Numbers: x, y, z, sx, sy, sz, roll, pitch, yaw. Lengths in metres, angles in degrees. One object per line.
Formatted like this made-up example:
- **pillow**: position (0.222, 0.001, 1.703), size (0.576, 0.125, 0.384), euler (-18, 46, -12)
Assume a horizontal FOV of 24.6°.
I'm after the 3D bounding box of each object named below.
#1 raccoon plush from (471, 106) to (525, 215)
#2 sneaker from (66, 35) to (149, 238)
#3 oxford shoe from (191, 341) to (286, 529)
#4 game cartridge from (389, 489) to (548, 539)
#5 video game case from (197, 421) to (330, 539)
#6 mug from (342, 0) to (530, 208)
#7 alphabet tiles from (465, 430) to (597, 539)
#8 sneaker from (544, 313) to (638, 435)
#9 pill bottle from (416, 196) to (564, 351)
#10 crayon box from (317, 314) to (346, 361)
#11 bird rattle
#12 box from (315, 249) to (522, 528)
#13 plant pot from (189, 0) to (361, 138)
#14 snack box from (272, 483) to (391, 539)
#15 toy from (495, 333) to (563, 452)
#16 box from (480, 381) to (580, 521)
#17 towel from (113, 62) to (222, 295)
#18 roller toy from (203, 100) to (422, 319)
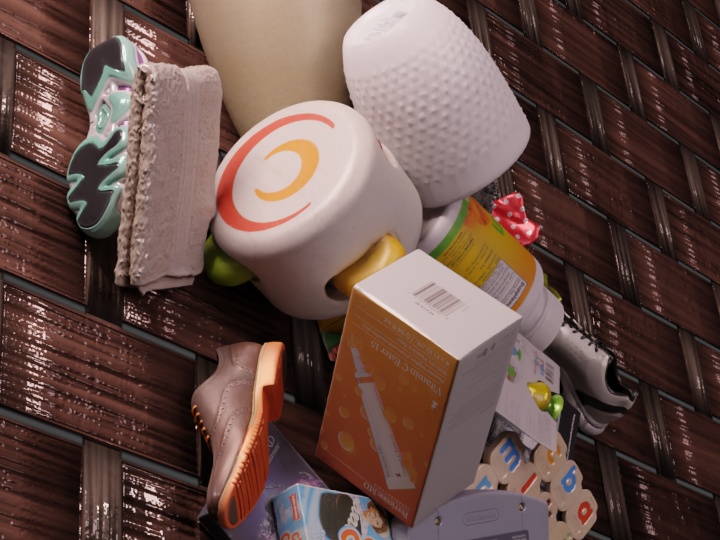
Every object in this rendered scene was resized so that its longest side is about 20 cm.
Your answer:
- **raccoon plush**: position (0.112, -0.113, 1.797), size (0.097, 0.200, 0.134), euler (39, 19, -24)
- **sneaker**: position (-0.193, -0.102, 1.510), size (0.140, 0.077, 0.202), euler (34, 51, -46)
- **oxford shoe**: position (-0.114, 0.142, 1.432), size (0.201, 0.072, 0.072), euler (-77, 169, -50)
- **game cartridge**: position (0.104, 0.277, 1.566), size (0.199, 0.041, 0.135), euler (0, 85, -43)
- **video game case**: position (-0.050, 0.247, 1.471), size (0.200, 0.019, 0.143), euler (49, 34, -12)
- **mug**: position (0.057, -0.185, 1.640), size (0.176, 0.147, 0.200), euler (56, -2, -26)
- **alphabet tiles**: position (0.164, 0.264, 1.654), size (0.196, 0.015, 0.201), euler (-46, 118, -32)
- **sneaker**: position (0.253, 0.090, 1.931), size (0.201, 0.080, 0.074), euler (57, 35, 1)
- **pill bottle**: position (0.119, 0.005, 1.705), size (0.200, 0.111, 0.112), euler (41, 37, -27)
- **crayon box**: position (0.000, 0.000, 1.699), size (0.126, 0.051, 0.202), euler (11, 56, -48)
- **bird rattle**: position (0.142, -0.010, 1.854), size (0.162, 0.113, 0.202), euler (9, 53, -29)
- **box**: position (0.049, 0.106, 1.477), size (0.124, 0.201, 0.097), euler (33, 40, 27)
- **plant pot**: position (-0.076, -0.214, 1.676), size (0.186, 0.186, 0.202), euler (6, 72, -50)
- **snack box**: position (-0.010, 0.292, 1.437), size (0.116, 0.037, 0.202), euler (19, 50, -45)
- **toy**: position (0.117, 0.094, 1.635), size (0.199, 0.047, 0.116), euler (34, 41, -23)
- **box**: position (0.159, 0.182, 1.760), size (0.158, 0.050, 0.201), euler (45, 37, -21)
- **towel**: position (-0.167, -0.082, 1.457), size (0.132, 0.034, 0.202), euler (-13, 109, -69)
- **roller toy**: position (-0.038, -0.053, 1.557), size (0.140, 0.198, 0.184), euler (49, 46, -42)
